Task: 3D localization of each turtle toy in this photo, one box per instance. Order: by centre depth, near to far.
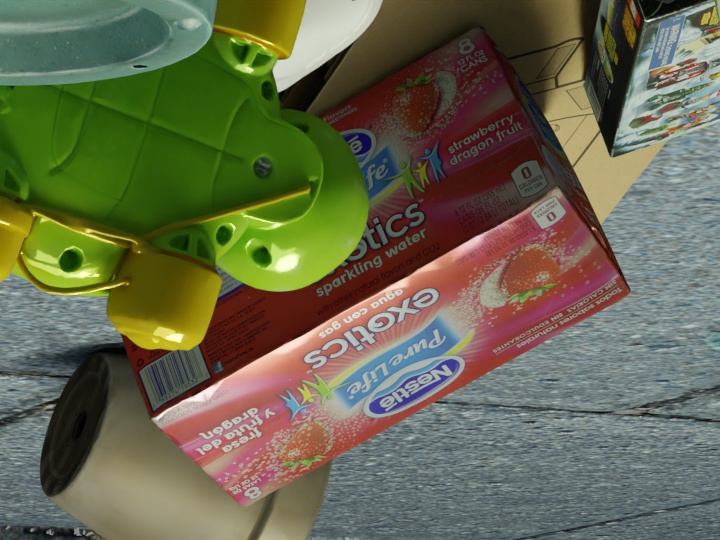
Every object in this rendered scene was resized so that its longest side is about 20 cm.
[{"bbox_3d":[-0.080,-0.047,1.028,0.199,0.146,0.101,21,172,-25],"label":"turtle toy"}]

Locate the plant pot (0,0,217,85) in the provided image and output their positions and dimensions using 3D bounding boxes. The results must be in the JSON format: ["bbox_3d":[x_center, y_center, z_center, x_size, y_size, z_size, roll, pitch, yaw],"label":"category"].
[{"bbox_3d":[-0.105,-0.134,0.870,0.199,0.135,0.200,-1,169,0],"label":"plant pot"}]

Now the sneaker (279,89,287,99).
[{"bbox_3d":[-0.098,-0.083,1.224,0.070,0.091,0.200,-11,165,39],"label":"sneaker"}]

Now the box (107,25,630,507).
[{"bbox_3d":[0.000,0.000,1.219,0.199,0.100,0.096,-30,143,8],"label":"box"}]

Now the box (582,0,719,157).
[{"bbox_3d":[0.166,-0.109,1.165,0.136,0.040,0.200,-20,168,-3],"label":"box"}]

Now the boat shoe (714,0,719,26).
[{"bbox_3d":[0.164,-0.101,1.017,0.074,0.075,0.203,-27,140,7],"label":"boat shoe"}]

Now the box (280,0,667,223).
[{"bbox_3d":[0.058,-0.072,1.268,0.199,0.021,0.164,7,132,-37],"label":"box"}]

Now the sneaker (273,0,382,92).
[{"bbox_3d":[-0.079,-0.081,1.126,0.199,0.078,0.099,-20,-158,-3],"label":"sneaker"}]

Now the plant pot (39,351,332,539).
[{"bbox_3d":[-0.141,0.145,2.168,0.173,0.201,0.200,23,159,-24],"label":"plant pot"}]
